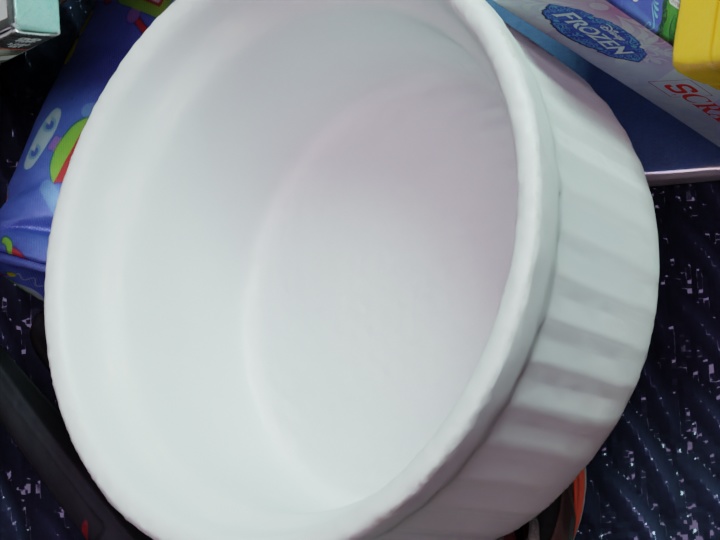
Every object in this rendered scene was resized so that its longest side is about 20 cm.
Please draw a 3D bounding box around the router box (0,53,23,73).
[{"bbox_3d":[-0.253,-0.117,0.868,0.149,0.051,0.200,-41,75,0],"label":"router box"}]

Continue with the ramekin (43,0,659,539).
[{"bbox_3d":[0.000,0.000,0.700,0.200,0.098,0.201,-11,72,36],"label":"ramekin"}]

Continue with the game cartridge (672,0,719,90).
[{"bbox_3d":[0.187,-0.119,0.715,0.032,0.200,0.177,-1,75,46],"label":"game cartridge"}]

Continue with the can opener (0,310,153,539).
[{"bbox_3d":[-0.077,0.087,0.774,0.063,0.079,0.200,-26,58,-39],"label":"can opener"}]

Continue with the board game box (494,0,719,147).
[{"bbox_3d":[0.133,-0.148,0.722,0.041,0.199,0.201,2,75,41],"label":"board game box"}]

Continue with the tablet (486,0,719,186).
[{"bbox_3d":[0.095,-0.129,0.821,0.129,0.014,0.201,-4,78,10],"label":"tablet"}]

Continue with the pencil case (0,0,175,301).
[{"bbox_3d":[-0.069,-0.071,0.806,0.087,0.078,0.201,19,81,39],"label":"pencil case"}]

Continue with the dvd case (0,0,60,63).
[{"bbox_3d":[-0.173,-0.124,0.757,0.200,0.022,0.147,-18,73,47],"label":"dvd case"}]

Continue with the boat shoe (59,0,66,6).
[{"bbox_3d":[-0.099,-0.140,0.761,0.200,0.074,0.069,-44,36,17],"label":"boat shoe"}]

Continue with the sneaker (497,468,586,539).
[{"bbox_3d":[0.039,0.134,0.737,0.077,0.082,0.201,-3,77,11],"label":"sneaker"}]
